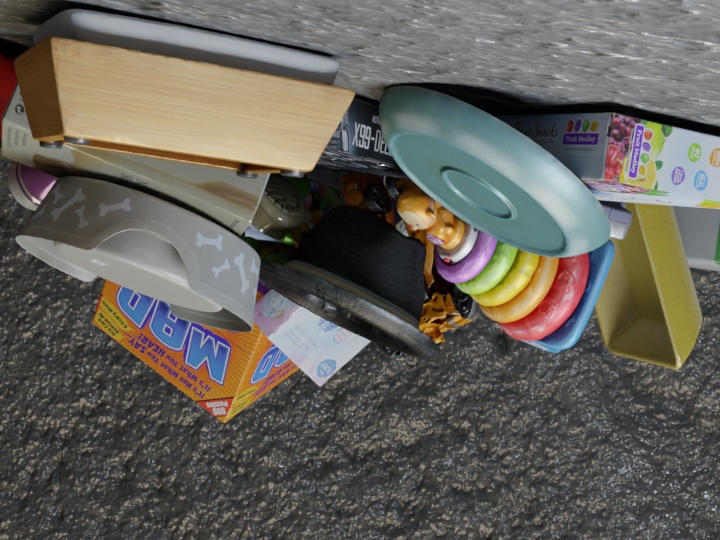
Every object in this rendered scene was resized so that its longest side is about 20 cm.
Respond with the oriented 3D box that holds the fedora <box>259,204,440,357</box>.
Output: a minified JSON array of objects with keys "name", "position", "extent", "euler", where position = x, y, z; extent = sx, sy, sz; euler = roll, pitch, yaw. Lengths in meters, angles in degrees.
[{"name":"fedora","position":[0.000,0.000,1.199],"extent":[0.199,0.092,0.201],"euler":[25,173,3]}]

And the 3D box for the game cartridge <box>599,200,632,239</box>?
[{"name":"game cartridge","position":[0.158,-0.077,1.247],"extent":[0.128,0.039,0.200],"euler":[10,-167,-11]}]

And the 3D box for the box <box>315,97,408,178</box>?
[{"name":"box","position":[-0.042,-0.117,1.166],"extent":[0.156,0.050,0.199],"euler":[9,180,32]}]

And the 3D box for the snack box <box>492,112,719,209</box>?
[{"name":"snack box","position":[0.183,-0.083,1.041],"extent":[0.141,0.054,0.200],"euler":[7,-178,-27]}]

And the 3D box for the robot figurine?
[{"name":"robot figurine","position":[0.051,-0.019,1.299],"extent":[0.144,0.202,0.058],"euler":[-28,158,34]}]

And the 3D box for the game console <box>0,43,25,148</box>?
[{"name":"game console","position":[-0.337,-0.177,1.161],"extent":[0.171,0.120,0.200],"euler":[-25,170,18]}]

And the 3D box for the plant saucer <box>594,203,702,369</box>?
[{"name":"plant saucer","position":[0.262,-0.017,1.319],"extent":[0.048,0.202,0.200],"euler":[-17,-176,-8]}]

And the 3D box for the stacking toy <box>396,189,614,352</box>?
[{"name":"stacking toy","position":[0.106,-0.017,1.166],"extent":[0.199,0.111,0.116],"euler":[27,177,-33]}]

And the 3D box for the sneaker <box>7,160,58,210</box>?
[{"name":"sneaker","position":[-0.223,-0.122,1.259],"extent":[0.114,0.073,0.201],"euler":[-25,-163,29]}]

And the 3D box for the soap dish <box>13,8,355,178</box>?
[{"name":"soap dish","position":[-0.123,-0.112,0.920],"extent":[0.198,0.082,0.157],"euler":[7,-179,-23]}]

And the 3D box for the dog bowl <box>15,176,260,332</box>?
[{"name":"dog bowl","position":[-0.169,-0.013,1.098],"extent":[0.198,0.059,0.200],"euler":[19,168,4]}]

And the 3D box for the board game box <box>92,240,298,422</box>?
[{"name":"board game box","position":[-0.143,0.003,1.550],"extent":[0.199,0.201,0.200],"euler":[35,-147,16]}]

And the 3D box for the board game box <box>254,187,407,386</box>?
[{"name":"board game box","position":[-0.006,0.020,1.453],"extent":[0.043,0.199,0.200],"euler":[47,177,23]}]

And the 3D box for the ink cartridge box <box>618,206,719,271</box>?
[{"name":"ink cartridge box","position":[0.363,-0.043,1.402],"extent":[0.145,0.085,0.199],"euler":[8,180,-40]}]

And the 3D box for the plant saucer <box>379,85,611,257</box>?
[{"name":"plant saucer","position":[0.093,-0.066,1.025],"extent":[0.199,0.028,0.200],"euler":[32,168,7]}]

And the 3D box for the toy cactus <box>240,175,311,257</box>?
[{"name":"toy cactus","position":[-0.117,-0.058,1.326],"extent":[0.163,0.201,0.103],"euler":[-16,134,18]}]

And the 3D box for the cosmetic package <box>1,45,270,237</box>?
[{"name":"cosmetic package","position":[-0.171,-0.094,1.064],"extent":[0.198,0.072,0.105],"euler":[22,165,-9]}]

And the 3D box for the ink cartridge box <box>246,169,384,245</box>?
[{"name":"ink cartridge box","position":[-0.059,-0.086,1.439],"extent":[0.198,0.121,0.042],"euler":[7,178,-28]}]

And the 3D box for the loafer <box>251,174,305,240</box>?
[{"name":"loafer","position":[-0.125,-0.077,1.221],"extent":[0.076,0.068,0.200],"euler":[14,-160,-50]}]
